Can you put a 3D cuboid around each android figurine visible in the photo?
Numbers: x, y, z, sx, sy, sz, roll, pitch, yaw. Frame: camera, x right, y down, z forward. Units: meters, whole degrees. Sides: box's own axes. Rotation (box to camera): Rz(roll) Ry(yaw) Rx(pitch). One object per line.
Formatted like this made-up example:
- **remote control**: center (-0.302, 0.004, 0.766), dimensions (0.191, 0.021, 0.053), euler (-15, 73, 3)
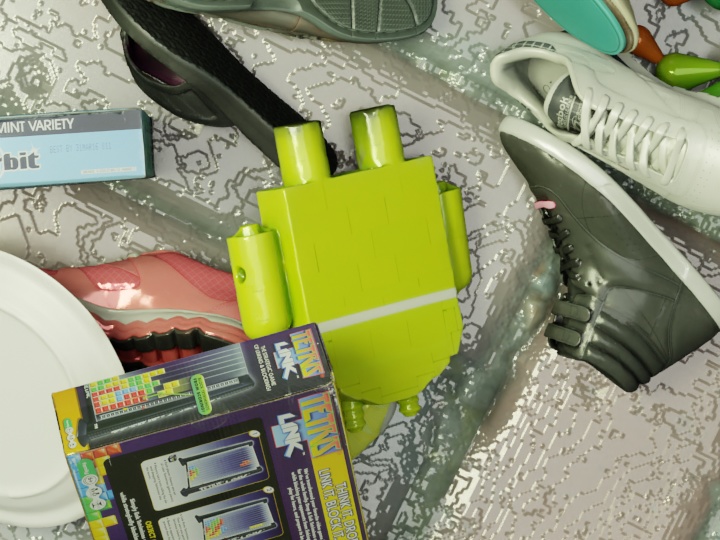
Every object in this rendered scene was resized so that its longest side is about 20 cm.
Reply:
- **android figurine**: center (0.000, 0.000, 1.627), dimensions (0.182, 0.041, 0.200), euler (-16, 99, -37)

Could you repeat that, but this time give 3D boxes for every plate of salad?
- **plate of salad**: center (-0.227, 0.070, 1.630), dimensions (0.200, 0.048, 0.200), euler (10, 119, 20)

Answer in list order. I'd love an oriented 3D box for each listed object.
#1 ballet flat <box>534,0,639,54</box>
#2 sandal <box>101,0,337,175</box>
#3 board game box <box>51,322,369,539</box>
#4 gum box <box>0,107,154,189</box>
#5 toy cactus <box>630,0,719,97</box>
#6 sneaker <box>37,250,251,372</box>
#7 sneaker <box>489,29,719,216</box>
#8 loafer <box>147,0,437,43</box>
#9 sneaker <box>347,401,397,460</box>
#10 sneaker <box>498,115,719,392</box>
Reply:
- **ballet flat**: center (0.109, -0.214, 1.636), dimensions (0.200, 0.069, 0.070), euler (37, 91, 15)
- **sandal**: center (-0.103, -0.116, 1.645), dimensions (0.200, 0.075, 0.048), euler (43, 111, -5)
- **board game box**: center (-0.086, 0.135, 1.580), dimensions (0.165, 0.057, 0.200), euler (-16, 136, -5)
- **gum box**: center (-0.213, -0.071, 1.574), dimensions (0.170, 0.200, 0.045), euler (-4, 93, -3)
- **toy cactus**: center (0.264, -0.152, 1.659), dimensions (0.165, 0.102, 0.200), euler (-42, 85, -10)
- **sneaker**: center (-0.151, 0.024, 1.658), dimensions (0.200, 0.087, 0.074), euler (11, 136, 11)
- **sneaker**: center (0.170, -0.087, 1.611), dimensions (0.200, 0.080, 0.077), euler (31, 113, 30)
- **loafer**: center (-0.050, -0.183, 1.641), dimensions (0.200, 0.063, 0.072), euler (6, 82, -27)
- **sneaker**: center (-0.067, 0.116, 1.655), dimensions (0.200, 0.076, 0.076), euler (-24, 92, -3)
- **sneaker**: center (0.140, -0.004, 1.662), dimensions (0.099, 0.071, 0.200), euler (-45, 98, -4)
